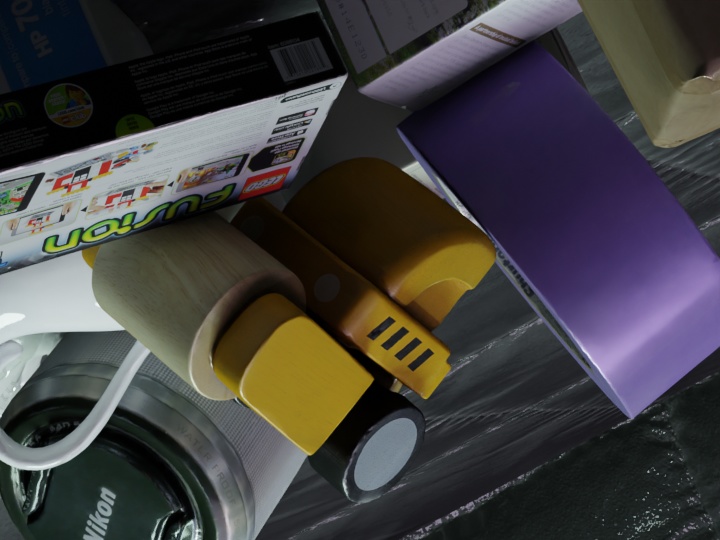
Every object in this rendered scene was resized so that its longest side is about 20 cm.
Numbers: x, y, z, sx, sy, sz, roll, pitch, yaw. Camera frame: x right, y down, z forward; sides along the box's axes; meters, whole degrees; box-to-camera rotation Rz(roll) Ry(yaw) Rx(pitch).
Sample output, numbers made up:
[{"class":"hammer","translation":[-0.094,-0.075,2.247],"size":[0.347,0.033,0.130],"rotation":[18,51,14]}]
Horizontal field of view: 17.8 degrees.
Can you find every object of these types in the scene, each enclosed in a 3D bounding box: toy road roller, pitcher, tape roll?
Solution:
[{"class":"toy road roller","translation":[-0.023,0.005,1.116],"size":[0.146,0.123,0.200],"rotation":[-52,145,-2]},{"class":"pitcher","translation":[-0.132,0.001,1.206],"size":[0.199,0.173,0.121],"rotation":[-23,-160,-2]},{"class":"tape roll","translation":[0.112,-0.025,1.218],"size":[0.085,0.200,0.200],"rotation":[-38,166,0]}]

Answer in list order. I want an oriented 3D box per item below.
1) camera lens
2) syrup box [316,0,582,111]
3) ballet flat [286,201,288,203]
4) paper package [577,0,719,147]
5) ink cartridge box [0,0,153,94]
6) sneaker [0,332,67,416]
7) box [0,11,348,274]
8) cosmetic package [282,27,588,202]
[{"class":"camera lens","translation":[-0.109,0.085,1.347],"size":[0.160,0.160,0.200],"rotation":[-35,-167,38]},{"class":"syrup box","translation":[0.078,-0.164,1.131],"size":[0.199,0.079,0.081],"rotation":[-30,165,20]},{"class":"ballet flat","translation":[0.000,0.000,1.333],"size":[0.069,0.070,0.200],"rotation":[-32,164,28]},{"class":"paper package","translation":[0.169,-0.178,0.976],"size":[0.190,0.201,0.104],"rotation":[-22,167,-14]},{"class":"ink cartridge box","translation":[-0.191,-0.051,1.071],"size":[0.199,0.086,0.146],"rotation":[-25,166,5]},{"class":"sneaker","translation":[-0.243,0.053,1.433],"size":[0.099,0.075,0.200],"rotation":[-10,152,-28]},{"class":"box","translation":[-0.112,-0.047,0.986],"size":[0.199,0.035,0.110],"rotation":[-18,161,-24]},{"class":"cosmetic package","translation":[0.033,-0.085,1.363],"size":[0.199,0.073,0.104],"rotation":[-26,166,8]}]
